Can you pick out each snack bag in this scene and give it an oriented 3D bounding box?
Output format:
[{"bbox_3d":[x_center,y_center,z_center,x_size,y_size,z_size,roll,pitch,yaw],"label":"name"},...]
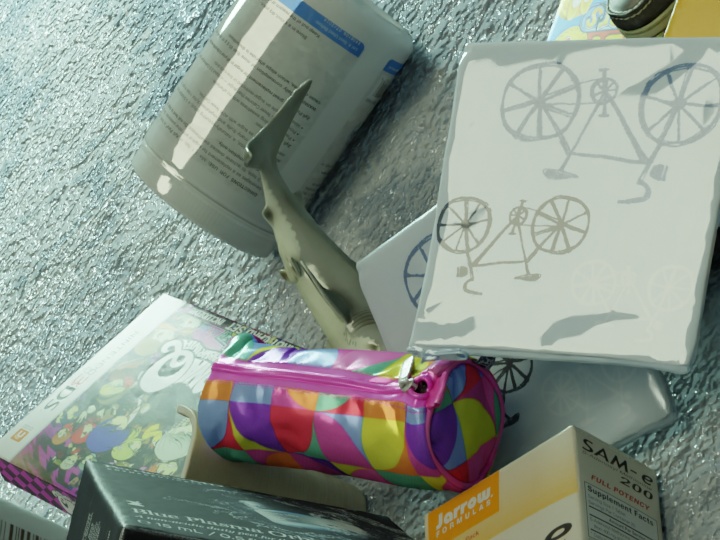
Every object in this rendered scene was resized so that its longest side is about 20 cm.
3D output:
[{"bbox_3d":[0.094,0.038,1.377,0.188,0.021,0.201,-36,66,36],"label":"snack bag"},{"bbox_3d":[0.125,-0.038,1.296,0.188,0.021,0.201,2,74,32],"label":"snack bag"}]

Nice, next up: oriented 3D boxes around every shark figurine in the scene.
[{"bbox_3d":[-0.011,-0.013,1.575,0.089,0.215,0.128,-27,-7,-16],"label":"shark figurine"}]

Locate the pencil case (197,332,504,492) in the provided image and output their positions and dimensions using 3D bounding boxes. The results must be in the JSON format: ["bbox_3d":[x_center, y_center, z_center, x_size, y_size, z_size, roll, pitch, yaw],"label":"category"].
[{"bbox_3d":[-0.007,0.082,1.382,0.199,0.088,0.089,1,65,40],"label":"pencil case"}]

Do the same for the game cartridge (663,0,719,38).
[{"bbox_3d":[0.260,-0.140,1.287,0.176,0.032,0.201,15,78,33],"label":"game cartridge"}]

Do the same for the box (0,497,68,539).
[{"bbox_3d":[-0.332,0.275,1.701,0.171,0.199,0.201,-30,43,40],"label":"box"}]

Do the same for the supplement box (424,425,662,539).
[{"bbox_3d":[0.102,0.204,1.261,0.126,0.073,0.201,-36,39,35],"label":"supplement box"}]

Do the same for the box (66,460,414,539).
[{"bbox_3d":[-0.064,0.193,1.290,0.200,0.196,0.118,-159,82,-76],"label":"box"}]

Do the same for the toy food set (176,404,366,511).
[{"bbox_3d":[-0.085,0.201,1.463,0.060,0.143,0.201,-14,54,50],"label":"toy food set"}]

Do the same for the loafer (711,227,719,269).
[{"bbox_3d":[0.150,-0.043,1.392,0.200,0.072,0.073,15,76,57],"label":"loafer"}]

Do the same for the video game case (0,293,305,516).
[{"bbox_3d":[-0.131,0.105,1.582,0.200,0.036,0.181,20,54,45],"label":"video game case"}]

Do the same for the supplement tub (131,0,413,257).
[{"bbox_3d":[-0.065,-0.126,1.710,0.200,0.132,0.132,-54,32,8],"label":"supplement tub"}]

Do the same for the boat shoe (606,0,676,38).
[{"bbox_3d":[0.193,-0.238,1.387,0.072,0.066,0.201,24,85,58],"label":"boat shoe"}]

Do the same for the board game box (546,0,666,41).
[{"bbox_3d":[0.216,-0.192,1.434,0.200,0.056,0.197,0,65,55],"label":"board game box"}]
